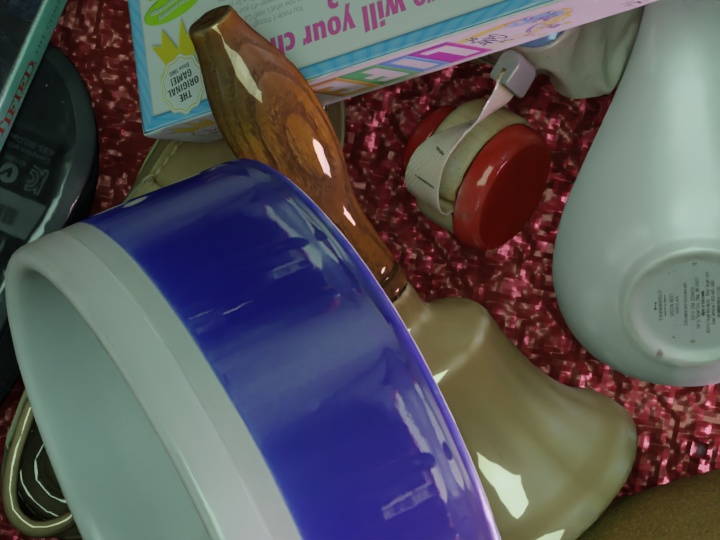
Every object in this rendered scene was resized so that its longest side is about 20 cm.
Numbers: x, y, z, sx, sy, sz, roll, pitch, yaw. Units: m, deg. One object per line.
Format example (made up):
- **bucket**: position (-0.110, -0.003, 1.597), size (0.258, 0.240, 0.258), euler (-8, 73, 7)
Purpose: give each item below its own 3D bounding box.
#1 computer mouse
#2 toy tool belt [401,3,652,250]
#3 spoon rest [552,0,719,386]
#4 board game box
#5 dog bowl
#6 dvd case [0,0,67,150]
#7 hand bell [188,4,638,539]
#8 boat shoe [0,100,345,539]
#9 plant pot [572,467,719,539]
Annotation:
- **computer mouse**: position (-0.160, 0.008, 0.886), size (0.138, 0.053, 0.201), euler (27, 81, 16)
- **toy tool belt**: position (0.047, -0.119, 0.871), size (0.123, 0.125, 0.201), euler (31, 91, 28)
- **spoon rest**: position (0.115, -0.041, 0.849), size (0.099, 0.061, 0.201), euler (-1, 128, 3)
- **board game box**: position (0.002, -0.130, 0.804), size (0.199, 0.034, 0.135), euler (-14, 80, 39)
- **dog bowl**: position (-0.033, 0.070, 0.769), size (0.078, 0.200, 0.201), euler (-25, 87, -18)
- **dvd case**: position (-0.201, -0.113, 0.886), size (0.199, 0.022, 0.147), euler (21, 80, 15)
- **hand bell**: position (0.000, 0.000, 0.812), size (0.104, 0.104, 0.201), euler (-32, 113, 0)
- **boat shoe**: position (-0.065, 0.008, 0.883), size (0.071, 0.065, 0.201), euler (27, 89, 2)
- **plant pot**: position (0.136, 0.138, 0.830), size (0.199, 0.186, 0.188), euler (-1, 88, 15)
